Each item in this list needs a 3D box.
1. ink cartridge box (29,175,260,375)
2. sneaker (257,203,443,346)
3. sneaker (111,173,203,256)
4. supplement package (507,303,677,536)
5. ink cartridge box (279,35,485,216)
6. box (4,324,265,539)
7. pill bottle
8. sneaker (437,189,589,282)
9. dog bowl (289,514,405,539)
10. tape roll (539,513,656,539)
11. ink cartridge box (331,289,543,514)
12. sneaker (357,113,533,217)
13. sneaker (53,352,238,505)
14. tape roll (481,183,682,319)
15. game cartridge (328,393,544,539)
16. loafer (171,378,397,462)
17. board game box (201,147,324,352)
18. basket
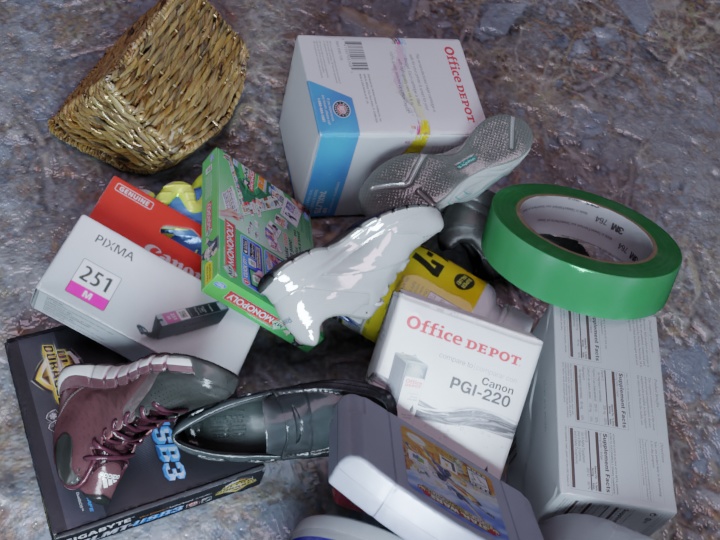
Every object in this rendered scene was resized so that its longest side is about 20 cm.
[{"bbox_3d":[-0.184,0.007,0.920,0.198,0.044,0.175,30,53,-11],"label":"ink cartridge box"},{"bbox_3d":[0.000,0.000,0.917,0.198,0.074,0.088,-29,93,-18],"label":"sneaker"},{"bbox_3d":[-0.194,-0.035,1.004,0.198,0.076,0.105,-29,68,-30],"label":"sneaker"},{"bbox_3d":[0.215,0.160,0.931,0.109,0.157,0.203,10,55,-5],"label":"supplement package"},{"bbox_3d":[0.022,-0.165,1.102,0.196,0.147,0.149,-3,57,-17],"label":"ink cartridge box"},{"bbox_3d":[-0.213,0.135,0.903,0.195,0.050,0.202,-14,62,-21],"label":"box"},{"bbox_3d":[0.071,0.043,0.998,0.198,0.115,0.115,30,54,6],"label":"pill bottle"},{"bbox_3d":[0.174,-0.021,1.100,0.198,0.076,0.092,26,80,-7],"label":"sneaker"},{"bbox_3d":[0.016,0.287,0.767,0.198,0.201,0.079,29,56,6],"label":"dog bowl"},{"bbox_3d":[0.218,0.302,0.809,0.199,0.201,0.066,38,54,12],"label":"tape roll"},{"bbox_3d":[0.070,0.135,0.895,0.143,0.085,0.203,18,88,-2],"label":"ink cartridge box"},{"bbox_3d":[0.091,-0.093,1.017,0.197,0.080,0.071,-22,69,-10],"label":"sneaker"},{"bbox_3d":[-0.185,0.137,0.799,0.075,0.198,0.117,32,57,-45],"label":"sneaker"},{"bbox_3d":[0.223,-0.024,0.976,0.197,0.049,0.201,10,27,-5],"label":"tape roll"},{"bbox_3d":[0.064,0.180,0.755,0.198,0.042,0.133,32,9,-10],"label":"game cartridge"},{"bbox_3d":[-0.067,0.136,0.831,0.197,0.070,0.069,-6,93,9],"label":"loafer"},{"bbox_3d":[-0.101,-0.025,0.973,0.134,0.029,0.202,33,30,-31],"label":"board game box"},{"bbox_3d":[-0.234,-0.203,1.114,0.143,0.148,0.202,44,50,-24],"label":"basket"}]
